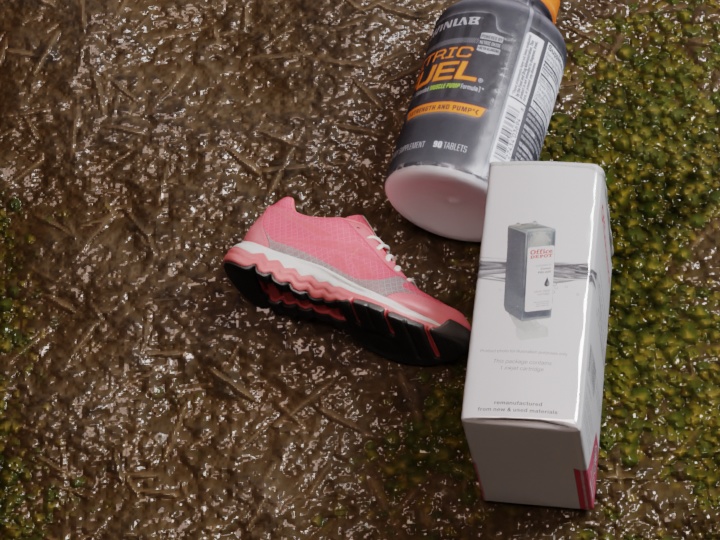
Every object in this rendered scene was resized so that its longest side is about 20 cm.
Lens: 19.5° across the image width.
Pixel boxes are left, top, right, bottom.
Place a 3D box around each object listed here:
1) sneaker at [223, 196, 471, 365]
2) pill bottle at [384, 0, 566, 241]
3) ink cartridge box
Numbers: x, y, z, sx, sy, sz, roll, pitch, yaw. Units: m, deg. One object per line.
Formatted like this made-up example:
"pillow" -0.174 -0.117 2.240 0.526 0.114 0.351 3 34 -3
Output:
"sneaker" 0.000 0.000 1.530 0.199 0.074 0.087 21 66 19
"pill bottle" 0.093 -0.131 1.567 0.106 0.106 0.201 11 63 14
"ink cartridge box" 0.125 0.044 1.444 0.084 0.146 0.201 4 62 12
